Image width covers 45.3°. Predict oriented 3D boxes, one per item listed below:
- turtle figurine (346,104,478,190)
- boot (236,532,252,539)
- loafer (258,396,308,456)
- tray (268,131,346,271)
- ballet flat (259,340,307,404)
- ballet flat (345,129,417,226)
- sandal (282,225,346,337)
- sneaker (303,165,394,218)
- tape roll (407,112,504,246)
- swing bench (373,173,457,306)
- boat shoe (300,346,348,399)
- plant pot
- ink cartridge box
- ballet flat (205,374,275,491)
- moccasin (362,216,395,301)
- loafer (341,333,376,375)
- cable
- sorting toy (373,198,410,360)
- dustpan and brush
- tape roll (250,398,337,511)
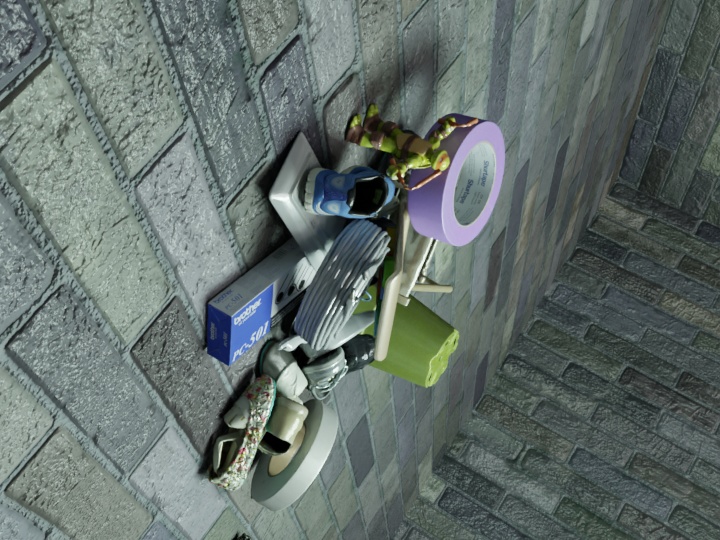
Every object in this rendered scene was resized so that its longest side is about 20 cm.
[{"bbox_3d":[0.072,-0.184,1.249,0.200,0.161,0.065,-48,156,-35],"label":"turtle figurine"},{"bbox_3d":[-0.257,0.559,1.592,0.174,0.069,0.200,-53,163,-38],"label":"boot"},{"bbox_3d":[-0.141,0.264,1.397,0.068,0.075,0.200,-63,180,-32],"label":"loafer"},{"bbox_3d":[-0.062,-0.087,1.178,0.108,0.022,0.200,-66,153,-22],"label":"tray"},{"bbox_3d":[-0.120,0.190,1.410,0.068,0.068,0.200,-47,156,-33],"label":"ballet flat"},{"bbox_3d":[0.045,-0.138,1.384,0.200,0.073,0.073,-57,160,-13],"label":"ballet flat"},{"bbox_3d":[-0.056,0.024,1.371,0.201,0.048,0.075,-63,160,10],"label":"sandal"},{"bbox_3d":[0.004,-0.100,1.181,0.200,0.089,0.079,-18,119,-62],"label":"sneaker"},{"bbox_3d":[0.154,-0.143,1.363,0.200,0.065,0.201,-35,136,-44],"label":"tape roll"},{"bbox_3d":[0.110,-0.063,1.568,0.200,0.129,0.200,-10,127,-59],"label":"swing bench"},{"bbox_3d":[-0.059,0.176,1.447,0.074,0.065,0.202,-31,175,-22],"label":"boat shoe"},{"bbox_3d":[0.077,0.126,1.638,0.200,0.190,0.200,-49,158,-29],"label":"plant pot"},{"bbox_3d":[-0.134,0.038,1.207,0.200,0.044,0.094,-41,151,-44],"label":"ink cartridge box"},{"bbox_3d":[-0.188,0.254,1.340,0.064,0.076,0.201,11,104,-35],"label":"ballet flat"},{"bbox_3d":[0.000,0.000,1.452,0.200,0.068,0.080,-59,162,1],"label":"moccasin"},{"bbox_3d":[-0.015,0.148,1.517,0.070,0.068,0.201,-10,172,-18],"label":"loafer"},{"bbox_3d":[-0.028,0.021,1.238,0.200,0.069,0.200,-61,178,34],"label":"cable"},{"bbox_3d":[0.045,0.012,1.361,0.200,0.036,0.186,-78,177,-49],"label":"sorting toy"},{"bbox_3d":[-0.068,0.106,1.386,0.139,0.057,0.200,-28,-176,33],"label":"dustpan and brush"},{"bbox_3d":[-0.114,0.314,1.475,0.203,0.037,0.203,-47,-161,21],"label":"tape roll"}]
